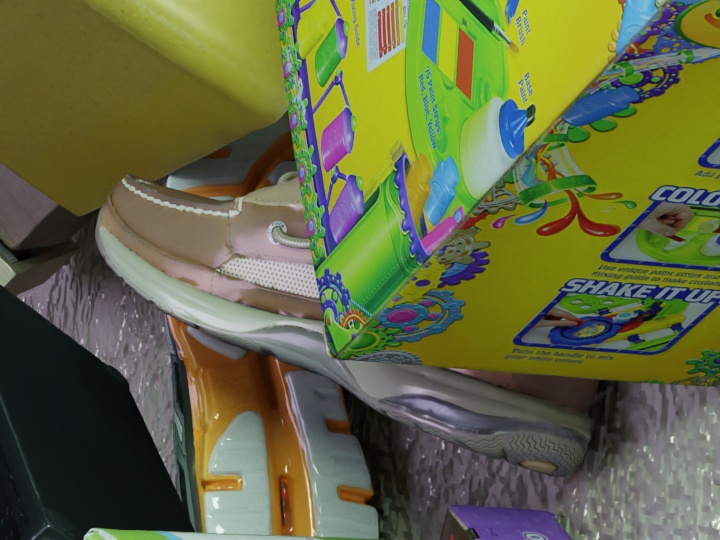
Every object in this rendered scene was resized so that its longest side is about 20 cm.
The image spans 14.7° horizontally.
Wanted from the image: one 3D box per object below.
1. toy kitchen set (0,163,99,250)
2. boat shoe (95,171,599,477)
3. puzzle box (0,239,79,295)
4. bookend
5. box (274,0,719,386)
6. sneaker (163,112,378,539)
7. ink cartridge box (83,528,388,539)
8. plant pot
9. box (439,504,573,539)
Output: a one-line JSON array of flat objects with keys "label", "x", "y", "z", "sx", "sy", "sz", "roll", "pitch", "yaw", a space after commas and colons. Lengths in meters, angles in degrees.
[{"label": "toy kitchen set", "x": -0.118, "y": -0.144, "z": 1.200, "sx": 0.200, "sy": 0.180, "sz": 0.163, "roll": -44, "pitch": -5, "yaw": 10}, {"label": "boat shoe", "x": 0.000, "y": 0.000, "z": 0.871, "sx": 0.200, "sy": 0.076, "sz": 0.072, "roll": 22, "pitch": 93, "yaw": 36}, {"label": "puzzle box", "x": -0.206, "y": -0.067, "z": 1.189, "sx": 0.025, "sy": 0.200, "sz": 0.133, "roll": -43, "pitch": 0, "yaw": 7}, {"label": "bookend", "x": -0.154, "y": 0.125, "z": 0.927, "sx": 0.199, "sy": 0.092, "sz": 0.200, "roll": -46, "pitch": 30, "yaw": 8}, {"label": "box", "x": 0.070, "y": -0.103, "z": 0.712, "sx": 0.193, "sy": 0.122, "sz": 0.200, "roll": 132, "pitch": 137, "yaw": -52}, {"label": "sneaker", "x": -0.036, "y": 0.033, "z": 0.974, "sx": 0.077, "sy": 0.078, "sz": 0.200, "roll": 118, "pitch": 154, "yaw": -68}, {"label": "ink cartridge box", "x": -0.075, "y": 0.150, "z": 0.790, "sx": 0.076, "sy": 0.200, "sz": 0.148, "roll": -157, "pitch": 74, "yaw": -65}, {"label": "plant pot", "x": -0.103, "y": -0.159, "z": 0.952, "sx": 0.200, "sy": 0.176, "sz": 0.200, "roll": -18, "pitch": 48, "yaw": 62}, {"label": "box", "x": 0.043, "y": 0.187, "z": 0.813, "sx": 0.137, "sy": 0.039, "sz": 0.200, "roll": -135, "pitch": 54, "yaw": -58}]
